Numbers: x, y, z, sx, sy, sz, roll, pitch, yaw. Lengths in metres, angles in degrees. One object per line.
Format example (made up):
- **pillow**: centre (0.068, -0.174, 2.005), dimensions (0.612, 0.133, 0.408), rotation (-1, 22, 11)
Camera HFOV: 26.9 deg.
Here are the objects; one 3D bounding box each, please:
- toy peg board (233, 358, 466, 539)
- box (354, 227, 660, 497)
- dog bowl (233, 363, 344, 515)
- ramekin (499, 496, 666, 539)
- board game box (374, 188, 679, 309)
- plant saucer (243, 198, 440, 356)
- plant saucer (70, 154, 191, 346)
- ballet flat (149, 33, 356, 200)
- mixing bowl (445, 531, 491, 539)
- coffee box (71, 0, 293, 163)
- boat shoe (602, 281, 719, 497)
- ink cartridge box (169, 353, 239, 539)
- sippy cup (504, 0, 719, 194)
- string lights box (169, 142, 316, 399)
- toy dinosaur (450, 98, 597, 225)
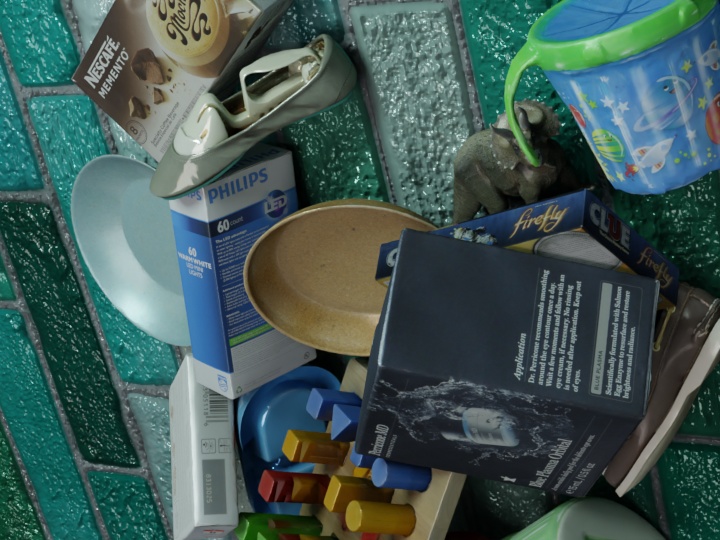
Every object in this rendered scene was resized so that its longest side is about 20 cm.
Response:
- **toy peg board**: centre (-0.020, 0.204, 1.323), dimensions (0.200, 0.097, 0.201), rotation (39, 115, 54)
- **box**: centre (0.107, 0.078, 1.166), dimensions (0.198, 0.119, 0.197), rotation (11, 154, 0)
- **dog bowl**: centre (-0.066, 0.171, 1.436), dimensions (0.050, 0.111, 0.202), rotation (37, 142, 54)
- **ramekin**: centre (0.202, 0.292, 1.280), dimensions (0.200, 0.200, 0.098), rotation (44, 125, 1)
- **board game box**: centre (0.129, 0.003, 1.180), dimensions (0.199, 0.035, 0.135), rotation (-14, 144, 40)
- **plant saucer**: centre (0.000, 0.000, 1.285), dimensions (0.198, 0.036, 0.201), rotation (2, 140, 2)
- **plant saucer**: centre (-0.191, -0.025, 1.427), dimensions (0.200, 0.039, 0.203), rotation (23, 131, 28)
- **ballet flat**: centre (-0.099, -0.132, 1.236), dimensions (0.199, 0.068, 0.064), rotation (-29, 131, 5)
- **mixing bowl**: centre (0.075, 0.306, 1.390), dimensions (0.199, 0.199, 0.110), rotation (-10, 91, 37)
- **coffee box**: centre (-0.148, -0.202, 1.267), dimensions (0.113, 0.080, 0.200), rotation (43, 132, 1)
- **boat shoe**: centre (0.238, 0.097, 1.214), dimensions (0.059, 0.072, 0.201), rotation (34, 128, 17)
- **ink cartridge box**: centre (-0.154, 0.180, 1.455), dimensions (0.050, 0.164, 0.200), rotation (-1, 165, -11)
- **sippy cup**: centre (0.200, -0.129, 1.050), dimensions (0.177, 0.140, 0.131), rotation (-7, 117, 39)
- **string lights box**: centre (-0.103, -0.001, 1.332), dimensions (0.059, 0.102, 0.202), rotation (18, 122, 45)
- **toy dinosaur**: centre (0.118, -0.079, 1.187), dimensions (0.103, 0.077, 0.200), rotation (52, 158, -8)
